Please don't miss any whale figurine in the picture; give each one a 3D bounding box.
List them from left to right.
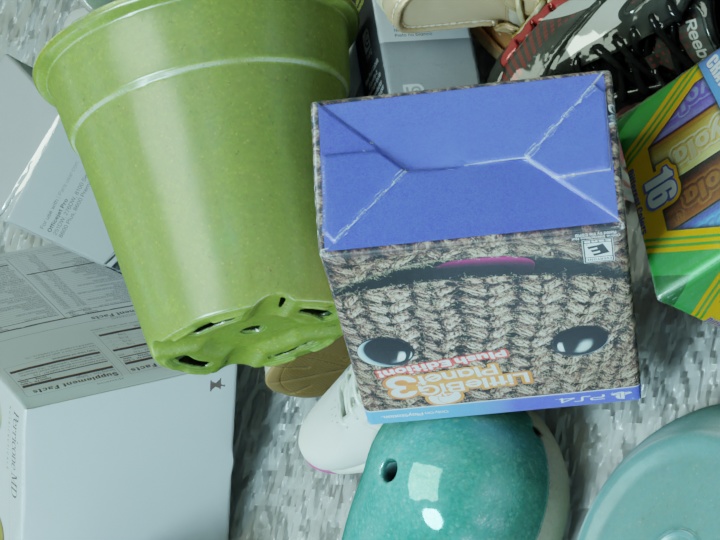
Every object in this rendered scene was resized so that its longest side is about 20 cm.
[{"bbox_3d":[0.028,0.153,1.600,0.200,0.104,0.159,-44,45,23],"label":"whale figurine"}]

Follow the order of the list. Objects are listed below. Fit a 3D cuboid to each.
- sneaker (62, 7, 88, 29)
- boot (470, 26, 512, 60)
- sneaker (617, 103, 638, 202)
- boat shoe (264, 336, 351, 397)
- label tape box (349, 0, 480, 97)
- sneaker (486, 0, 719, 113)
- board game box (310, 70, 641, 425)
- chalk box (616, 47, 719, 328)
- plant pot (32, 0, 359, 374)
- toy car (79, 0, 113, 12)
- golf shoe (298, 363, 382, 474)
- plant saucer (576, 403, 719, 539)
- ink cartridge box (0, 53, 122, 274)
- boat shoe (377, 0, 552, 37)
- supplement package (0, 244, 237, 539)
[{"bbox_3d":[-0.174,-0.114,1.969,0.200,0.074,0.118,27,87,48],"label":"sneaker"},{"bbox_3d":[0.129,-0.204,1.688,0.155,0.074,0.200,-43,50,18],"label":"boot"},{"bbox_3d":[0.147,-0.066,1.595,0.200,0.075,0.105,-35,44,27],"label":"sneaker"},{"bbox_3d":[0.000,0.000,1.722,0.200,0.074,0.069,-43,44,35],"label":"boat shoe"},{"bbox_3d":[0.019,-0.152,1.713,0.143,0.066,0.200,115,147,-65],"label":"label tape box"},{"bbox_3d":[0.158,-0.127,1.509,0.200,0.071,0.098,-31,25,5],"label":"sneaker"},{"bbox_3d":[0.066,-0.008,1.486,0.159,0.200,0.097,-6,61,6],"label":"board game box"},{"bbox_3d":[0.255,-0.062,1.438,0.200,0.125,0.124,-35,49,34],"label":"chalk box"},{"bbox_3d":[-0.079,-0.046,1.616,0.200,0.200,0.190,-28,66,37],"label":"plant pot"},{"bbox_3d":[-0.104,-0.178,1.840,0.175,0.200,0.150,163,109,-71],"label":"toy car"},{"bbox_3d":[0.020,0.059,1.665,0.200,0.091,0.075,-36,50,33],"label":"golf shoe"},{"bbox_3d":[0.179,0.163,1.483,0.200,0.036,0.200,-23,56,39],"label":"plant saucer"},{"bbox_3d":[-0.153,-0.050,1.804,0.084,0.200,0.145,-61,29,7],"label":"ink cartridge box"},{"bbox_3d":[0.110,-0.168,1.597,0.200,0.074,0.069,-15,65,-2],"label":"boat shoe"},{"bbox_3d":[-0.194,0.095,1.798,0.200,0.150,0.152,39,133,49],"label":"supplement package"}]
